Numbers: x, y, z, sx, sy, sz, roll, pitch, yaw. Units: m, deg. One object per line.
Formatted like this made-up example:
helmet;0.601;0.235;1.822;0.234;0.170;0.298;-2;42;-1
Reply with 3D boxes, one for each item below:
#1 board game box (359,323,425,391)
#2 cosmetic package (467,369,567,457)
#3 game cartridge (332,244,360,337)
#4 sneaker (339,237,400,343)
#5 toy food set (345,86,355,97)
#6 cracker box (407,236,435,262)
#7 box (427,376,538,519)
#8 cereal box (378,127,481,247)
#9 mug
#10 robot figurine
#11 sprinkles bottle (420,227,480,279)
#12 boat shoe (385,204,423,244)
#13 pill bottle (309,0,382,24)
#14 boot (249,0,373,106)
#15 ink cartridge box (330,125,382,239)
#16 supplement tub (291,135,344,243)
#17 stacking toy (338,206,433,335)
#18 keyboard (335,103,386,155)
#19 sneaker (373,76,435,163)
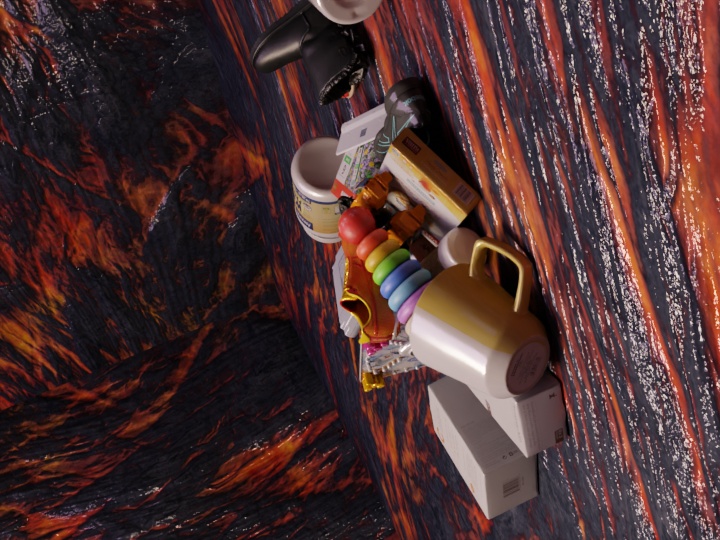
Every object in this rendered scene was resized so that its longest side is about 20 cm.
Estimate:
board game box;0.096;0.124;1.488;0.201;0.196;0.026;91;164;-63
cosmetic package;0.209;0.158;1.342;0.200;0.073;0.103;-127;18;-58
game cartridge;0.000;0.000;1.591;0.202;0.040;0.135;-100;31;-54
sneaker;0.000;0.016;1.398;0.074;0.075;0.202;103;155;-47
toy food set;-0.058;-0.400;1.669;0.198;0.048;0.203;101;147;-70
cracker box;0.081;0.055;1.563;0.135;0.057;0.200;58;141;12
box;0.198;0.274;1.545;0.201;0.096;0.126;-123;16;-45
cereal box;0.090;-0.113;1.372;0.144;0.040;0.200;42;166;4
mug;0.161;0.076;1.235;0.152;0.148;0.189;33;151;44
robot figurine;0.033;-0.077;1.437;0.145;0.058;0.200;45;166;-1
sprinkles bottle;0.109;0.012;1.397;0.069;0.067;0.200;65;147;16
boat shoe;0.061;-0.068;1.636;0.086;0.073;0.206;-142;34;-68
pill bottle;-0.046;-0.440;1.367;0.201;0.112;0.115;-126;18;-51
boot;-0.082;-0.344;1.555;0.073;0.197;0.164;4;-127;-59
ink cartridge box;-0.005;-0.142;1.594;0.203;0.050;0.109;-68;25;11
supplement tub;-0.064;-0.157;1.905;0.201;0.142;0.146;90;155;-62
stacking toy;0.040;-0.007;1.340;0.201;0.085;0.086;49;164;14
keyboard;0.008;-0.233;1.557;0.199;0.010;0.058;-10;69;64
sneaker;0.066;-0.191;1.387;0.080;0.074;0.201;61;167;22
